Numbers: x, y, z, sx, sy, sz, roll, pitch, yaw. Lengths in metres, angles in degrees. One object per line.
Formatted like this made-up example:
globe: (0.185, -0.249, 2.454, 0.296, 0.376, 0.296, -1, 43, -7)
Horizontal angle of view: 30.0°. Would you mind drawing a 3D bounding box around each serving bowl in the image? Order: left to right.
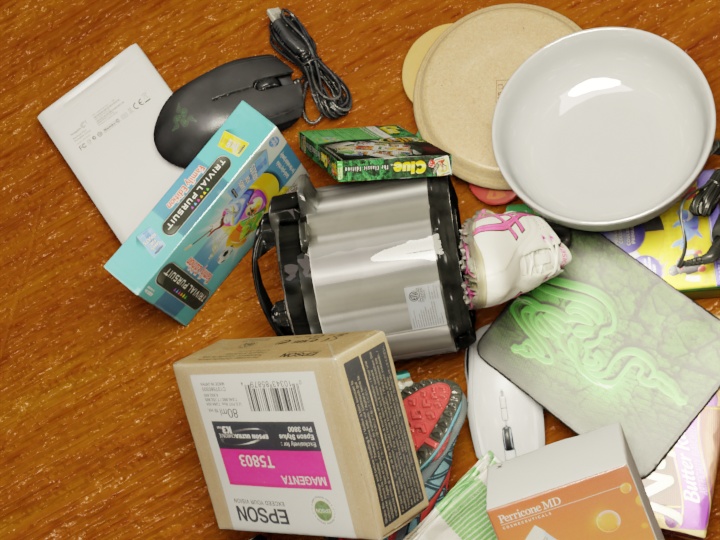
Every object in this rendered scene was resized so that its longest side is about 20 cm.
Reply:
serving bowl: (0.224, -0.121, 1.233, 0.199, 0.066, 0.201, -6, 67, 15)

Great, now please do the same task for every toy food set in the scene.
toy food set: (0.145, -0.167, 1.325, 0.199, 0.049, 0.199, -15, 74, 6)

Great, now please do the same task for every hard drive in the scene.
hard drive: (-0.231, -0.122, 1.396, 0.132, 0.027, 0.200, -36, 72, 0)

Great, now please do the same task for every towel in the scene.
towel: (0.096, 0.280, 1.201, 0.200, 0.023, 0.153, -46, 104, -3)

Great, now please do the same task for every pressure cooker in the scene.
pressure cooker: (0.000, 0.001, 1.243, 0.199, 0.179, 0.177, -10, 77, 7)

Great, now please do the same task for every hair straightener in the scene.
hair straightener: (0.337, -0.081, 1.235, 0.077, 0.041, 0.200, 42, 69, -4)

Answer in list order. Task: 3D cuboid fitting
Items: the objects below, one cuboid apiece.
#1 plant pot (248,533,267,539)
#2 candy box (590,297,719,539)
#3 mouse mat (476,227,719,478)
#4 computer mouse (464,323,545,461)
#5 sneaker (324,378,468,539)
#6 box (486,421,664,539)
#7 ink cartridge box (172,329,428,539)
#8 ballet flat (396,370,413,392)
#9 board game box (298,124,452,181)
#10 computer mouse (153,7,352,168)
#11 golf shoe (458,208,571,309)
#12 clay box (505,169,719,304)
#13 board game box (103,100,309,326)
plant pot: (-0.081, 0.368, 1.168, 0.177, 0.200, 0.200, 34, 84, 6)
candy box: (0.271, 0.135, 1.223, 0.116, 0.056, 0.201, 11, 77, 14)
mouse mat: (0.225, 0.069, 1.218, 0.200, 0.008, 0.161, 38, 88, 23)
computer mouse: (0.134, 0.144, 1.252, 0.109, 0.044, 0.201, -9, 75, 9)
sneaker: (0.043, 0.191, 1.235, 0.079, 0.095, 0.200, 33, 94, 41)
box: (0.198, 0.251, 1.139, 0.124, 0.098, 0.201, -21, 101, 11)
ink cartridge box: (-0.055, 0.142, 1.169, 0.200, 0.075, 0.165, -6, 102, 40)
ballet flat: (-0.039, 0.141, 1.280, 0.199, 0.072, 0.072, -11, 74, 14)
board game box: (0.010, -0.111, 1.254, 0.104, 0.200, 0.024, -7, 104, -10)
computer mouse: (-0.122, -0.178, 1.359, 0.200, 0.053, 0.139, -30, 73, -8)
golf shoe: (0.135, -0.017, 1.169, 0.092, 0.200, 0.073, -2, 104, 14)
clay box: (0.239, -0.026, 1.272, 0.199, 0.048, 0.115, -6, 75, 8)
board game box: (-0.142, -0.050, 1.296, 0.047, 0.151, 0.200, 38, 86, 16)
